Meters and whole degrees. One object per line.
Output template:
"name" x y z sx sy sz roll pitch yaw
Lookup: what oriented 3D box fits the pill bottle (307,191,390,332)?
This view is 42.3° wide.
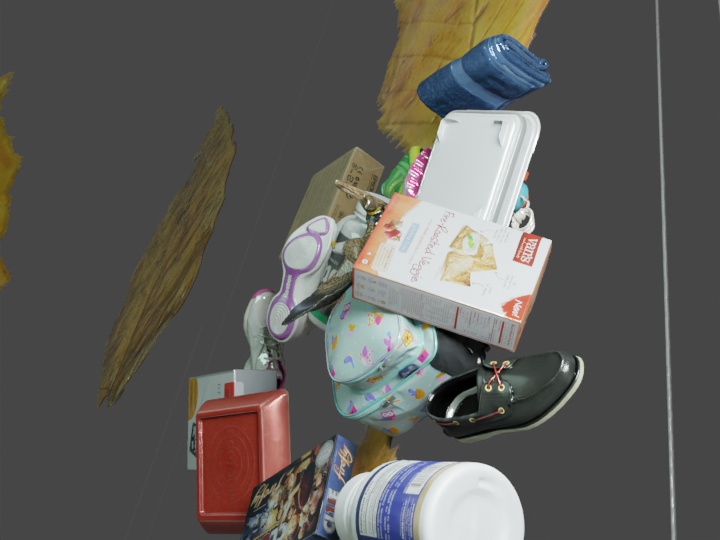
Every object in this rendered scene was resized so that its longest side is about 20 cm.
"pill bottle" 0.009 -0.004 1.345 0.201 0.112 0.113 -67 20 11

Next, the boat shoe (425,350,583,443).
"boat shoe" 0.150 0.131 0.996 0.201 0.063 0.074 -31 31 45

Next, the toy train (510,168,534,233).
"toy train" 0.160 -0.053 1.235 0.199 0.055 0.151 -30 52 38

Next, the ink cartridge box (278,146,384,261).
"ink cartridge box" -0.053 -0.106 1.710 0.164 0.075 0.201 -26 39 55

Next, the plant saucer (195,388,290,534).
"plant saucer" -0.179 0.281 1.351 0.199 0.037 0.202 -14 74 42

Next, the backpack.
"backpack" 0.040 0.099 1.147 0.200 0.152 0.177 -51 34 36

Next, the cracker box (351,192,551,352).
"cracker box" 0.105 -0.002 1.066 0.058 0.198 0.134 93 -160 -48

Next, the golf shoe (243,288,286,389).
"golf shoe" -0.150 0.133 1.543 0.091 0.075 0.202 30 121 58

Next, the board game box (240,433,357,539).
"board game box" -0.085 0.304 1.162 0.200 0.034 0.136 -40 27 40

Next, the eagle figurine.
"eagle figurine" -0.003 -0.001 1.230 0.151 0.151 0.202 -156 85 -81

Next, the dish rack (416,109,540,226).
"dish rack" 0.138 -0.122 1.216 0.171 0.043 0.202 14 85 51

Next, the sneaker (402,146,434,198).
"sneaker" 0.119 -0.142 1.373 0.200 0.081 0.088 -43 -5 -42

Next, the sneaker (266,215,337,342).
"sneaker" -0.078 0.011 1.414 0.075 0.099 0.201 28 103 30

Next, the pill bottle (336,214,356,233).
"pill bottle" -0.047 0.007 1.502 0.200 0.110 0.111 -40 27 37

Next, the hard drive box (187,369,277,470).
"hard drive box" -0.209 0.244 1.498 0.200 0.076 0.157 -19 70 57

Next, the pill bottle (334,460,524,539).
"pill bottle" 0.059 0.254 0.943 0.200 0.119 0.120 -17 45 58

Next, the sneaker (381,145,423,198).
"sneaker" 0.076 -0.118 1.467 0.083 0.074 0.201 -40 18 30

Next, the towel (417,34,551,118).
"towel" 0.178 -0.278 1.386 0.200 0.111 0.049 -20 49 56
